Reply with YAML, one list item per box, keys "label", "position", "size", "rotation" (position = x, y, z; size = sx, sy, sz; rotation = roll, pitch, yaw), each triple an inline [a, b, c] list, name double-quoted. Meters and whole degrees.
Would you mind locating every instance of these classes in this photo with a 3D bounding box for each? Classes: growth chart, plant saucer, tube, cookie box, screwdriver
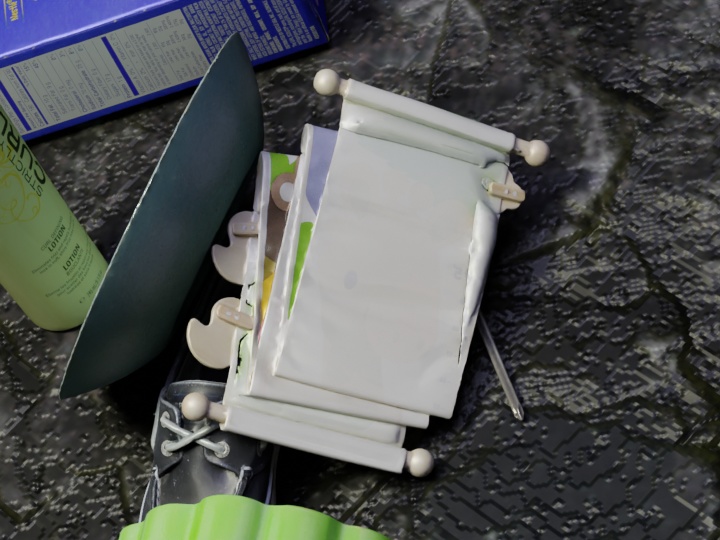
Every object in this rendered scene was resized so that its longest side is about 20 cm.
- label: "growth chart"
  position: [0.000, 0.000, 1.403]
  size: [0.144, 0.018, 0.200]
  rotation: [23, 72, -11]
- label: "plant saucer"
  position: [-0.088, -0.019, 1.433]
  size: [0.039, 0.201, 0.201]
  rotation: [26, 64, 1]
- label: "tube"
  position: [-0.187, -0.042, 1.459]
  size: [0.052, 0.200, 0.058]
  rotation: [-23, 49, 7]
- label: "cookie box"
  position: [-0.130, -0.176, 1.616]
  size: [0.200, 0.075, 0.171]
  rotation: [-17, 49, 9]
- label: "screwdriver"
  position: [0.049, -0.002, 1.459]
  size: [0.028, 0.029, 0.200]
  rotation: [-24, 59, 3]

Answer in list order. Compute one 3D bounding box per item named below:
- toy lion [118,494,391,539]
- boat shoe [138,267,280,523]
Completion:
- label: "toy lion"
  position: [-0.059, 0.156, 1.256]
  size: [0.199, 0.192, 0.069]
  rotation: [4, 56, 12]
- label: "boat shoe"
  position: [-0.070, 0.079, 1.408]
  size: [0.072, 0.068, 0.200]
  rotation: [3, 56, 24]
